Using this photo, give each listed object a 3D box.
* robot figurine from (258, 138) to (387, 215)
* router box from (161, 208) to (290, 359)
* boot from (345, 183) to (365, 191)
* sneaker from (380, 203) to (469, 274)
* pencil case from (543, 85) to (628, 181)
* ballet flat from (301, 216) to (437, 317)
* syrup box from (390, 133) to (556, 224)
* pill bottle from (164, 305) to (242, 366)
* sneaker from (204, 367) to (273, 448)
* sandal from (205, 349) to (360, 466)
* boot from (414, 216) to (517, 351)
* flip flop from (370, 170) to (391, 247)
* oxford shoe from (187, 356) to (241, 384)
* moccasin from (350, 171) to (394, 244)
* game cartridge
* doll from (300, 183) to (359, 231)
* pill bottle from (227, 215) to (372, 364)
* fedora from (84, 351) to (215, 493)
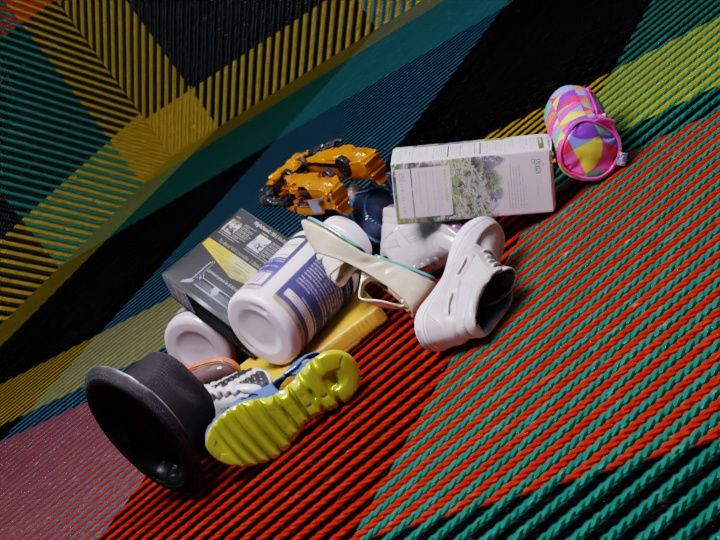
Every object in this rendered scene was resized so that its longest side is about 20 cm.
[{"bbox_3d":[-0.056,-0.123,1.791,0.145,0.059,0.199,-42,24,-23],"label":"robot figurine"},{"bbox_3d":[-0.158,0.015,1.819,0.157,0.053,0.199,-41,48,-19],"label":"router box"},{"bbox_3d":[-0.060,-0.009,1.958,0.188,0.068,0.202,-38,24,60],"label":"boot"},{"bbox_3d":[0.093,-0.024,1.655,0.199,0.074,0.101,18,96,55],"label":"sneaker"},{"bbox_3d":[0.278,-0.175,1.629,0.088,0.089,0.200,-33,16,12],"label":"pencil case"},{"bbox_3d":[0.000,0.000,1.604,0.070,0.198,0.070,-50,-24,-33],"label":"ballet flat"},{"bbox_3d":[0.139,-0.113,1.605,0.197,0.080,0.082,-5,19,6],"label":"syrup box"},{"bbox_3d":[-0.201,0.063,1.943,0.112,0.113,0.200,-25,19,35],"label":"pill bottle"},{"bbox_3d":[-0.169,0.175,1.616,0.075,0.082,0.199,-23,0,-44],"label":"sneaker"},{"bbox_3d":[-0.090,0.157,1.512,0.198,0.080,0.087,-29,11,-3],"label":"sandal"},{"bbox_3d":[0.140,0.010,1.447,0.095,0.074,0.201,-13,36,43],"label":"boot"},{"bbox_3d":[0.041,-0.086,1.932,0.058,0.080,0.201,-66,-4,37],"label":"flip flop"},{"bbox_3d":[-0.233,0.190,1.755,0.200,0.071,0.073,-40,31,25],"label":"oxford shoe"},{"bbox_3d":[0.035,-0.104,1.808,0.068,0.080,0.200,-46,11,24],"label":"moccasin"},{"bbox_3d":[-0.064,0.098,1.703,0.199,0.033,0.176,-36,15,-3],"label":"game cartridge"},{"bbox_3d":[-0.048,-0.079,1.862,0.136,0.048,0.202,-40,40,27],"label":"doll"},{"bbox_3d":[-0.071,0.019,1.682,0.110,0.112,0.200,-18,22,50],"label":"pill bottle"},{"bbox_3d":[-0.235,0.167,1.546,0.200,0.201,0.092,-16,26,52],"label":"fedora"}]
